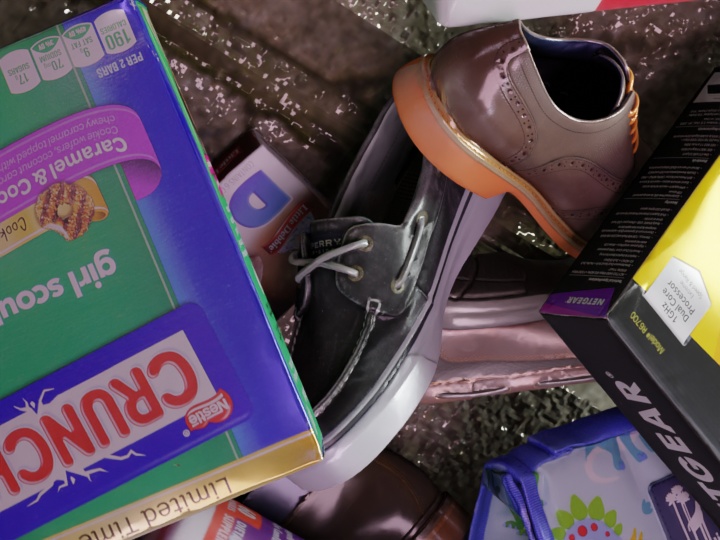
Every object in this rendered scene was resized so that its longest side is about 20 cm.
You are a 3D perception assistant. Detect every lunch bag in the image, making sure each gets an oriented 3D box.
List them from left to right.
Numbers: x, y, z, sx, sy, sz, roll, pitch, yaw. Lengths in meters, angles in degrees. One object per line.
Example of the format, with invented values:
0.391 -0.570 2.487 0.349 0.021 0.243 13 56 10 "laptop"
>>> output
0.139 0.151 1.388 0.170 0.127 0.200 -20 116 -31 "lunch bag"

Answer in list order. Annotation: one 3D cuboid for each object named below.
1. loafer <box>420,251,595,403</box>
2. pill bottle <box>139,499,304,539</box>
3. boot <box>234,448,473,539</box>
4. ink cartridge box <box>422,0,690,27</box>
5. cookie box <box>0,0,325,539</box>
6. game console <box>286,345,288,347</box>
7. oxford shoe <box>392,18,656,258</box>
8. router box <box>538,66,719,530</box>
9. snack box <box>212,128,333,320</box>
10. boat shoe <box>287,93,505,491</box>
0.111 0.027 1.365 0.200 0.072 0.063 -1 115 -14 "loafer"
-0.018 0.187 1.310 0.200 0.111 0.111 29 105 -7 "pill bottle"
-0.048 0.150 1.397 0.200 0.075 0.097 -42 97 12 "boot"
0.091 -0.215 1.232 0.144 0.084 0.200 -7 117 -12 "ink cartridge box"
-0.127 0.014 1.177 0.171 0.075 0.200 -23 93 3 "cookie box"
-0.152 0.044 1.273 0.200 0.119 0.172 -37 156 4 "game console"
0.101 -0.056 1.290 0.073 0.071 0.200 -33 149 26 "oxford shoe"
0.187 0.030 1.308 0.200 0.051 0.149 49 67 -28 "router box"
-0.096 0.028 1.332 0.200 0.024 0.072 -43 118 7 "snack box"
0.000 0.000 1.278 0.071 0.072 0.200 46 53 -34 "boat shoe"
